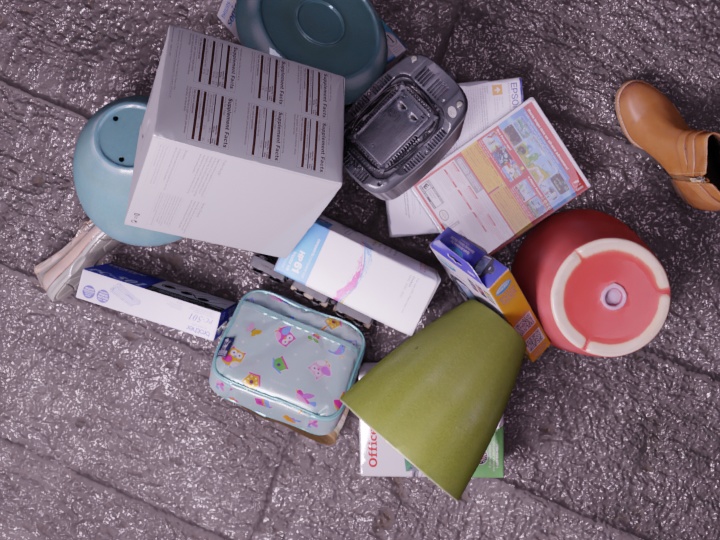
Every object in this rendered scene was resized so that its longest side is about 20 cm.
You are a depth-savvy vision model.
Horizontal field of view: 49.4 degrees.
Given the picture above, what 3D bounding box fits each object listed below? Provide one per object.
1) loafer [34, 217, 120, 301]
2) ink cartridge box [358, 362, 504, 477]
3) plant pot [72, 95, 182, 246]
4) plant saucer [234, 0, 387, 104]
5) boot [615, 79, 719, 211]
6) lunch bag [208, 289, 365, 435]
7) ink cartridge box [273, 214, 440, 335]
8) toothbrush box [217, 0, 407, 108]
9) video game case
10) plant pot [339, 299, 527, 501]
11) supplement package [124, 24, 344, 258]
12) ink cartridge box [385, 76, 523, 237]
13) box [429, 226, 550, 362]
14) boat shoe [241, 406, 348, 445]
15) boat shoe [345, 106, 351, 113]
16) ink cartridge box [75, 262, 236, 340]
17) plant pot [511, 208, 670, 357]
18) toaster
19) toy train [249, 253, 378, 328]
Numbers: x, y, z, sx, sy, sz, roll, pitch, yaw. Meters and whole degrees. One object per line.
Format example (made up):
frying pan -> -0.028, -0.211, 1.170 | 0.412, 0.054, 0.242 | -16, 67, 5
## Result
loafer -> -0.390, -0.044, 1.113 | 0.200, 0.072, 0.063 | -45, 83, 10
ink cartridge box -> 0.095, 0.206, 1.085 | 0.198, 0.084, 0.148 | -1, 95, 5
plant pot -> -0.287, -0.147, 1.026 | 0.198, 0.135, 0.202 | 1, 75, -5
plant saucer -> -0.052, -0.295, 0.948 | 0.198, 0.027, 0.202 | 9, 67, -21
boot -> 0.404, -0.161, 0.988 | 0.076, 0.155, 0.201 | -28, 93, 7
lunch bag -> -0.100, 0.118, 1.067 | 0.198, 0.077, 0.161 | 22, 59, 1
ink cartridge box -> 0.000, 0.000, 1.043 | 0.199, 0.145, 0.085 | 24, 97, 2
toothbrush box -> -0.062, -0.309, 1.015 | 0.200, 0.085, 0.146 | 49, 57, 0
video game case -> 0.184, -0.113, 1.043 | 0.199, 0.017, 0.144 | -34, 93, 6
plant pot -> 0.107, 0.141, 0.963 | 0.187, 0.187, 0.200 | 40, 83, 0
supplement package -> -0.143, -0.135, 0.882 | 0.198, 0.191, 0.148 | 12, 62, -21
ink cartridge box -> 0.127, -0.153, 1.071 | 0.198, 0.043, 0.198 | -5, 95, 2
box -> 0.163, 0.026, 0.994 | 0.041, 0.119, 0.200 | -42, 134, -7
boat shoe -> -0.114, 0.177, 1.116 | 0.199, 0.072, 0.065 | 24, 61, 7
boat shoe -> -0.080, -0.232, 1.069 | 0.200, 0.072, 0.068 | 47, 133, -4
ink cartridge box -> -0.282, 0.042, 1.097 | 0.198, 0.094, 0.045 | 17, 97, 3
plant pot -> 0.301, 0.023, 1.004 | 0.198, 0.177, 0.203 | 0, 95, 4
toaster -> 0.046, -0.165, 0.981 | 0.114, 0.129, 0.200 | 45, 94, 9
toy train -> -0.064, 0.029, 1.102 | 0.199, 0.046, 0.034 | 27, 93, 3
